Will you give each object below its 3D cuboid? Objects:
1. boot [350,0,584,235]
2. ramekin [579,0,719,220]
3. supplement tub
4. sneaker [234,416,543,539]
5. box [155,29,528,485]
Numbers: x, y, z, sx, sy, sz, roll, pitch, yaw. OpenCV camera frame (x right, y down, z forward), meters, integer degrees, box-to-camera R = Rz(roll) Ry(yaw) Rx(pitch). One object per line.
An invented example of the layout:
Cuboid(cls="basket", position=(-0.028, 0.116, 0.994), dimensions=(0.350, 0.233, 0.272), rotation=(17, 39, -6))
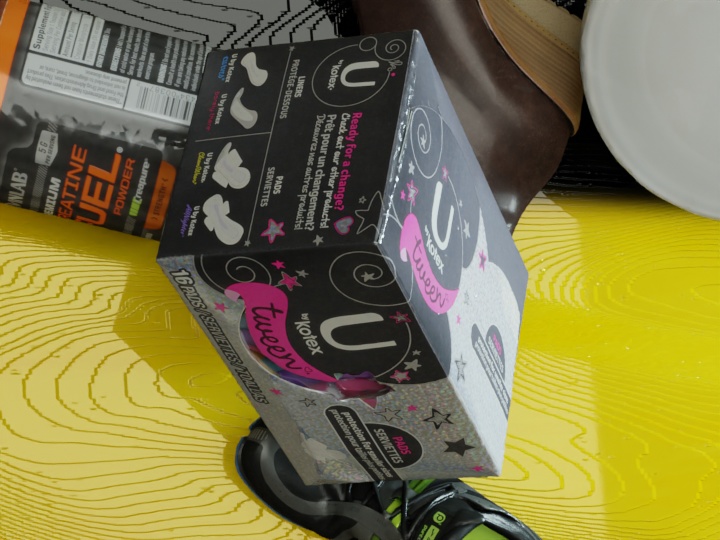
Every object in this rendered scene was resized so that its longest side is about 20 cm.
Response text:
Cuboid(cls="boot", position=(0.021, -0.096, 1.189), dimensions=(0.199, 0.072, 0.167), rotation=(27, 79, -9))
Cuboid(cls="ramekin", position=(0.214, -0.133, 1.179), dimensions=(0.200, 0.094, 0.204), rotation=(0, 116, 0))
Cuboid(cls="supplement tub", position=(-0.152, -0.080, 1.143), dimensions=(0.198, 0.107, 0.108), rotation=(13, 82, -7))
Cuboid(cls="sneaker", position=(0.028, 0.128, 1.163), dimensions=(0.199, 0.083, 0.071), rotation=(30, 81, -3))
Cuboid(cls="box", position=(0.000, 0.000, 1.072), dimensions=(0.114, 0.200, 0.133), rotation=(-5, 52, 21))
